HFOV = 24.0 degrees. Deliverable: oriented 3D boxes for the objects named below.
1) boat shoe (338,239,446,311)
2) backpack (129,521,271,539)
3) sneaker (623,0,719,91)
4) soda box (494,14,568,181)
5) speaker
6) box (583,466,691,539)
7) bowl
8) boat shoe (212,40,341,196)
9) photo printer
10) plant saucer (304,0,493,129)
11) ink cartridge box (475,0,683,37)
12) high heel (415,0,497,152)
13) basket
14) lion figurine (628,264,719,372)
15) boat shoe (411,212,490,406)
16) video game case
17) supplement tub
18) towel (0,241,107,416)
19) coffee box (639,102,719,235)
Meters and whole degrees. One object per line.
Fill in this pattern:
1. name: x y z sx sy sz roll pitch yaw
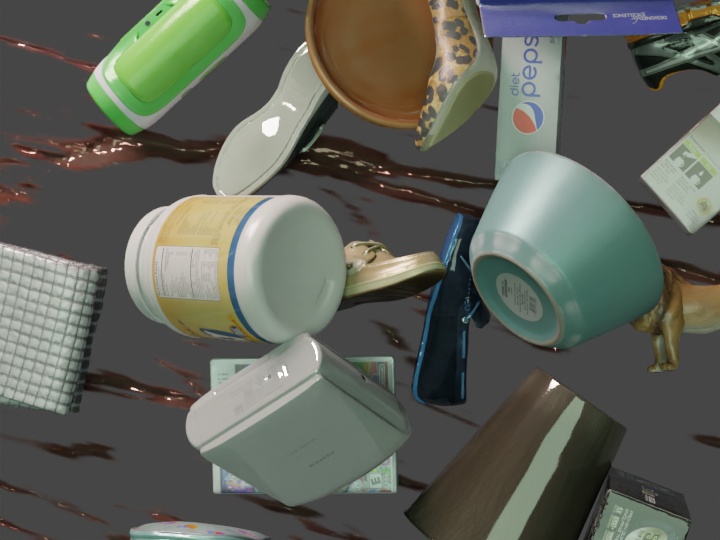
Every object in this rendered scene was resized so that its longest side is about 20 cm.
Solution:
1. boat shoe: 0.000 0.000 1.721 0.199 0.072 0.066 -15 77 40
2. backpack: -0.173 0.334 1.715 0.174 0.200 0.155 3 91 9
3. sneaker: 0.365 -0.236 1.693 0.198 0.078 0.078 -11 103 12
4. soda box: 0.174 -0.188 1.718 0.063 0.068 0.203 3 92 11
5. speaker: -0.190 -0.234 1.764 0.200 0.088 0.089 -41 85 7
6. box: 0.251 0.311 1.671 0.085 0.164 0.202 20 93 7
7. bowl: 0.183 -0.003 1.632 0.201 0.201 0.105 45 64 5
8. boat shoe: -0.075 -0.149 1.760 0.200 0.060 0.076 -49 65 9
9. photo printer: -0.053 0.157 1.685 0.166 0.200 0.070 -32 51 16
10. plant saucer: 0.037 -0.237 1.721 0.198 0.037 0.203 3 78 -15
11. ink cartridge box: 0.202 -0.307 1.645 0.195 0.201 0.047 -2 136 -6
12. high heel: 0.074 -0.229 1.695 0.142 0.071 0.201 33 93 29
13. basket: 0.169 0.211 1.698 0.180 0.136 0.201 35 92 29
14. lion figurine: 0.347 0.040 1.706 0.197 0.072 0.124 1 84 -6
15. boat shoe: 0.103 0.041 1.740 0.068 0.084 0.202 12 109 1
16. video game case: -0.060 0.163 1.786 0.197 0.018 0.145 -1 92 9
17. supplement tub: -0.127 -0.003 1.695 0.199 0.144 0.147 2 92 43
18. towel: -0.379 0.053 1.801 0.198 0.086 0.168 14 95 6
19. coffee box: 0.374 -0.130 1.667 0.200 0.114 0.080 -43 85 8
